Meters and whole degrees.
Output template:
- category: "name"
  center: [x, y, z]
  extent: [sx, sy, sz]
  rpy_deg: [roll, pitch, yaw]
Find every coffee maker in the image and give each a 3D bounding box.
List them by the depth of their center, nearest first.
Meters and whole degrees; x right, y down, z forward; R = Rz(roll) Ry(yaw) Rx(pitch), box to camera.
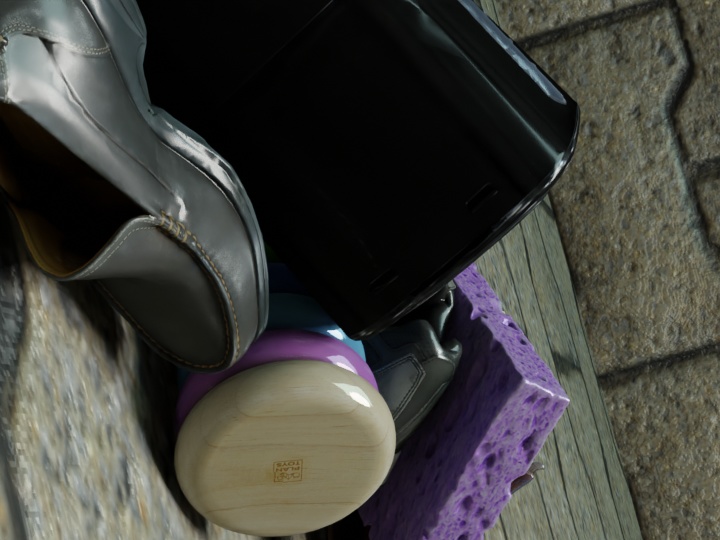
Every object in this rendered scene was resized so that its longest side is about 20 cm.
- category: "coffee maker"
  center: [-0.029, -0.077, 0.751]
  extent: [0.200, 0.135, 0.192]
  rpy_deg: [46, 43, -8]

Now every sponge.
- category: "sponge"
  center: [0.026, 0.051, 0.924]
  extent: [0.030, 0.112, 0.200]
  rpy_deg: [20, 19, -23]

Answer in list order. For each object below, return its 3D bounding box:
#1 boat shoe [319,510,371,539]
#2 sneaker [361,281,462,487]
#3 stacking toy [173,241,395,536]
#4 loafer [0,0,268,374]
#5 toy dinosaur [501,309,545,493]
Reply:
- category: "boat shoe"
  center: [0.021, 0.193, 0.929]
  extent: [0.068, 0.072, 0.201]
  rpy_deg: [25, 49, -52]
- category: "sneaker"
  center: [0.000, 0.000, 0.901]
  extent: [0.066, 0.091, 0.200]
  rpy_deg: [28, 27, -35]
- category: "stacking toy"
  center: [-0.045, 0.010, 0.832]
  extent: [0.200, 0.085, 0.086]
  rpy_deg: [-106, 173, -48]
- category: "loafer"
  center: [-0.090, -0.024, 0.671]
  extent: [0.200, 0.072, 0.073]
  rpy_deg: [60, 38, -42]
- category: "toy dinosaur"
  center: [0.015, 0.049, 1.050]
  extent: [0.182, 0.105, 0.200]
  rpy_deg: [54, 24, -8]
